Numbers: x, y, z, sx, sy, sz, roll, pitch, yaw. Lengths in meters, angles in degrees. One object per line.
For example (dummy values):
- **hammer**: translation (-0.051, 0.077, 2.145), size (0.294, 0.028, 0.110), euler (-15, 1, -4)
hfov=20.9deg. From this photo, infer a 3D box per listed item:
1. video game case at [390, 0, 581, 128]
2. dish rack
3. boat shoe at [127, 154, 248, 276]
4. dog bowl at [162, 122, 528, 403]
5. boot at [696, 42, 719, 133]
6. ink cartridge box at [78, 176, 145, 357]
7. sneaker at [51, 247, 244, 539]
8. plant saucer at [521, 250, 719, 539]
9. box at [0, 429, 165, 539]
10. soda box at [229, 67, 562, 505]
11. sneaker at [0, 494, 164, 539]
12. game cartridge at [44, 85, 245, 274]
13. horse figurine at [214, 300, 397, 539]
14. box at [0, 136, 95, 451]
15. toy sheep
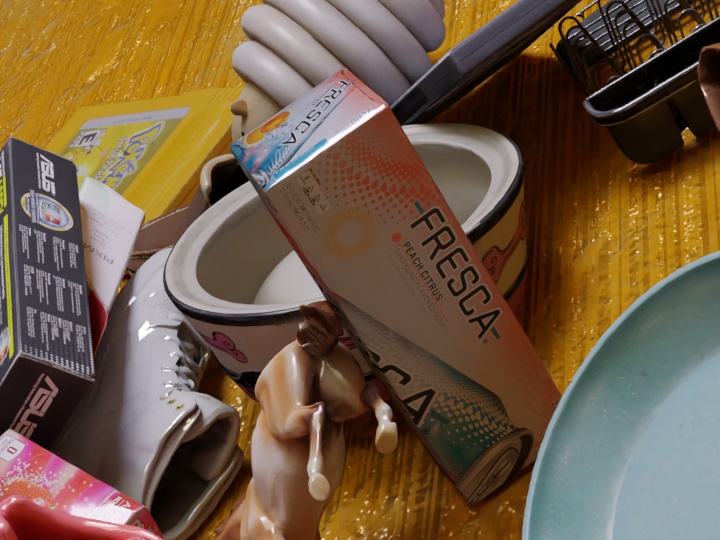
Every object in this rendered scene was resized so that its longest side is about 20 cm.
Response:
- **video game case**: translation (0.074, -0.126, 1.129), size (0.143, 0.019, 0.200), euler (-37, -1, -21)
- **dish rack**: translation (0.183, -0.143, 1.116), size (0.153, 0.055, 0.200), euler (-30, 29, 5)
- **boat shoe**: translation (-0.074, -0.041, 1.201), size (0.201, 0.075, 0.075), euler (-13, 35, 33)
- **dog bowl**: translation (0.000, 0.000, 1.035), size (0.199, 0.074, 0.200), euler (-17, 24, 8)
- **boot**: translation (0.244, -0.077, 0.869), size (0.154, 0.077, 0.200), euler (-5, 25, -6)
- **ink cartridge box**: translation (-0.190, 0.057, 1.105), size (0.161, 0.050, 0.200), euler (-56, 10, 24)
- **sneaker**: translation (-0.098, 0.071, 1.071), size (0.115, 0.074, 0.201), euler (-5, 49, 39)
- **plant saucer**: translation (0.146, 0.087, 0.769), size (0.200, 0.036, 0.201), euler (-34, 42, 38)
- **box**: translation (-0.182, 0.189, 0.921), size (0.099, 0.096, 0.200), euler (23, 59, 33)
- **soda box**: translation (0.022, 0.009, 0.897), size (0.068, 0.200, 0.064), euler (-35, 28, -3)
- **sneaker**: translation (-0.082, 0.156, 0.819), size (0.199, 0.087, 0.074), euler (20, 40, 6)
- **game cartridge**: translation (-0.174, -0.062, 1.382), size (0.199, 0.033, 0.177), euler (-5, 40, 43)
- **horse figurine**: translation (-0.028, 0.093, 0.893), size (0.050, 0.201, 0.133), euler (4, 25, -17)
- **box**: translation (-0.204, 0.047, 1.060), size (0.161, 0.044, 0.200), euler (-55, 29, 25)
- **toy sheep**: translation (-0.011, -0.147, 1.244), size (0.200, 0.138, 0.138), euler (-53, 30, -1)
